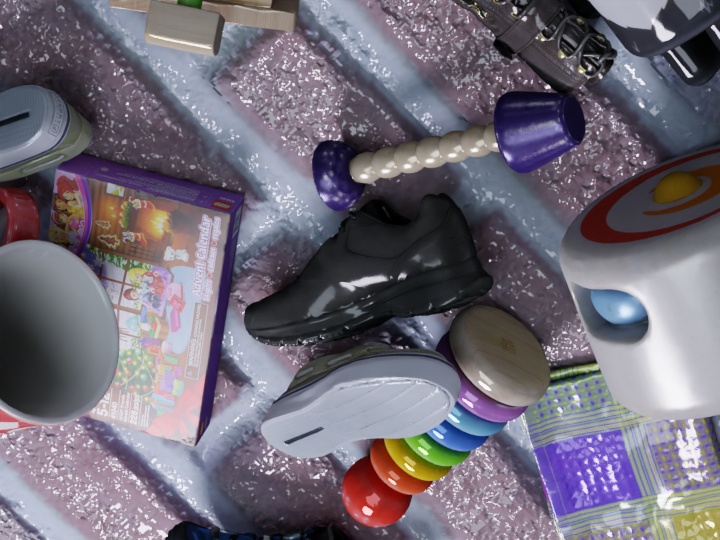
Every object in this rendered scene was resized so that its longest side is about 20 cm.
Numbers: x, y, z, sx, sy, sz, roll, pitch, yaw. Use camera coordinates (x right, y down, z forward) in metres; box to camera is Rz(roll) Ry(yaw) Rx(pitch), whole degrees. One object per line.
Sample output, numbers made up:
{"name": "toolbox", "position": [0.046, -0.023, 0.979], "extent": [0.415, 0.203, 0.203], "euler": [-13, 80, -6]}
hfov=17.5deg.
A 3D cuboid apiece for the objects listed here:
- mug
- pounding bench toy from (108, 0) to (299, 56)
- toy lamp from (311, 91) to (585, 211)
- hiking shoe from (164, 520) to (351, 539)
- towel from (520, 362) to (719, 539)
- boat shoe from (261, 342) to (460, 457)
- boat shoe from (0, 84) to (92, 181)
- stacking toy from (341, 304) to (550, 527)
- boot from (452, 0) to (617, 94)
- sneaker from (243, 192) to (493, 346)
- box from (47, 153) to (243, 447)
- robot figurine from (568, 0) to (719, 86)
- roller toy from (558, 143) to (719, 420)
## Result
{"name": "mug", "position": [-0.279, 0.049, 1.727], "extent": [0.133, 0.178, 0.199], "euler": [40, 144, -25]}
{"name": "pounding bench toy", "position": [-0.092, -0.243, 1.497], "extent": [0.123, 0.200, 0.157], "euler": [8, 117, -2]}
{"name": "toy lamp", "position": [0.061, -0.083, 1.602], "extent": [0.199, 0.058, 0.059], "euler": [-14, 111, 34]}
{"name": "hiking shoe", "position": [-0.051, 0.222, 1.794], "extent": [0.198, 0.075, 0.087], "euler": [20, 111, -6]}
{"name": "towel", "position": [0.202, 0.159, 1.719], "extent": [0.142, 0.023, 0.202], "euler": [-9, 112, 19]}
{"name": "boat shoe", "position": [-0.001, 0.081, 1.662], "extent": [0.072, 0.062, 0.199], "euler": [36, 147, -27]}
{"name": "boat shoe", "position": [-0.287, -0.084, 1.709], "extent": [0.199, 0.073, 0.062], "euler": [-9, 156, 30]}
{"name": "stacking toy", "position": [0.050, 0.117, 1.711], "extent": [0.085, 0.086, 0.200], "euler": [38, 122, -5]}
{"name": "boot", "position": [0.097, -0.188, 1.511], "extent": [0.174, 0.200, 0.069], "euler": [39, 84, 1]}
{"name": "sneaker", "position": [0.000, 0.000, 1.677], "extent": [0.199, 0.076, 0.092], "euler": [-17, 88, 26]}
{"name": "box", "position": [-0.169, 0.023, 1.742], "extent": [0.136, 0.039, 0.202], "euler": [14, 117, 9]}
{"name": "robot figurine", "position": [0.187, -0.217, 1.489], "extent": [0.150, 0.125, 0.200], "euler": [-36, 102, 13]}
{"name": "roller toy", "position": [0.232, -0.002, 1.545], "extent": [0.198, 0.183, 0.141], "euler": [-17, 109, 21]}
